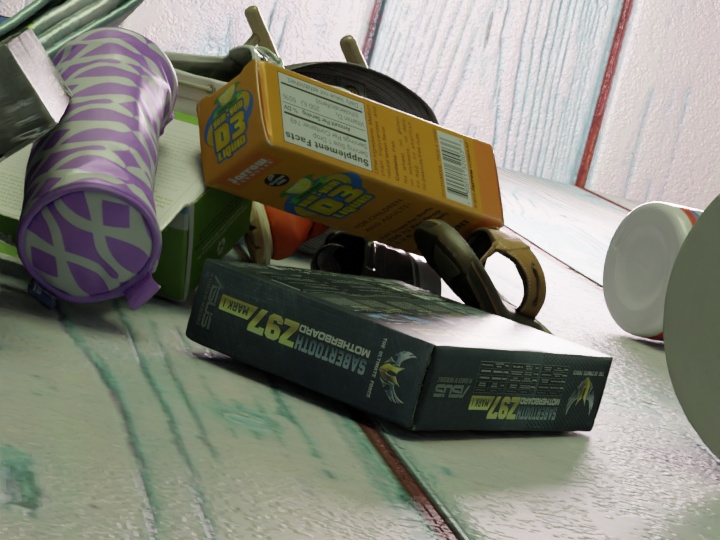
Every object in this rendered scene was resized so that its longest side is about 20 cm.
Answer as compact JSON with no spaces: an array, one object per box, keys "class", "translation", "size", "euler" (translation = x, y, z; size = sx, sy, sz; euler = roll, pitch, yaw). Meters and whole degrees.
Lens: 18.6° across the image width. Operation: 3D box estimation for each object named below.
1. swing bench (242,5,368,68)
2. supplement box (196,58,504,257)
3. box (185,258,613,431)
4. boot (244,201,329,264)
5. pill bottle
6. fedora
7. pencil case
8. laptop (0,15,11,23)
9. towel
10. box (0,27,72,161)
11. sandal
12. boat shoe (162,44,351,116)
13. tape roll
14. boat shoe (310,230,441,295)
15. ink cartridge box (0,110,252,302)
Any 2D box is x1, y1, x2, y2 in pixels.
[{"class":"swing bench","translation":[-0.035,-0.111,1.942],"size":[0.200,0.130,0.199],"euler":[47,-13,-30]},{"class":"supplement box","translation":[-0.005,-0.065,1.368],"size":[0.200,0.069,0.067],"euler":[19,-36,-36]},{"class":"box","translation":[0.025,0.043,1.219],"size":[0.158,0.051,0.200],"euler":[19,7,33]},{"class":"boot","translation":[-0.033,-0.059,1.525],"size":[0.107,0.075,0.200],"euler":[-8,17,7]},{"class":"pill bottle","translation":[0.308,0.013,1.801],"size":[0.200,0.112,0.112],"euler":[10,8,-30]},{"class":"fedora","translation":[-0.026,-0.072,1.739],"size":[0.200,0.177,0.090],"euler":[27,31,-28]},{"class":"pencil case","translation":[-0.144,-0.062,1.250],"size":[0.085,0.084,0.200],"euler":[34,28,-23]},{"class":"laptop","translation":[-0.216,-0.133,1.863],"size":[0.200,0.116,0.187],"euler":[19,9,34]},{"class":"towel","translation":[-0.250,-0.156,1.599],"size":[0.200,0.048,0.171],"euler":[-38,6,-40]},{"class":"box","translation":[-0.229,-0.062,1.132],"size":[0.050,0.158,0.200],"euler":[58,-1,-10]},{"class":"sandal","translation":[0.092,0.009,1.386],"size":[0.082,0.055,0.200],"euler":[47,3,33]},{"class":"boat shoe","translation":[-0.075,-0.119,1.488],"size":[0.200,0.067,0.074],"euler":[-6,29,-39]},{"class":"tape roll","translation":[0.288,0.032,1.242],"size":[0.202,0.203,0.139],"euler":[18,7,26]},{"class":"boat shoe","translation":[0.000,0.000,1.482],"size":[0.066,0.070,0.200],"euler":[14,14,-15]},{"class":"ink cartridge box","translation":[-0.171,-0.029,1.335],"size":[0.148,0.076,0.200],"euler":[17,35,15]}]
